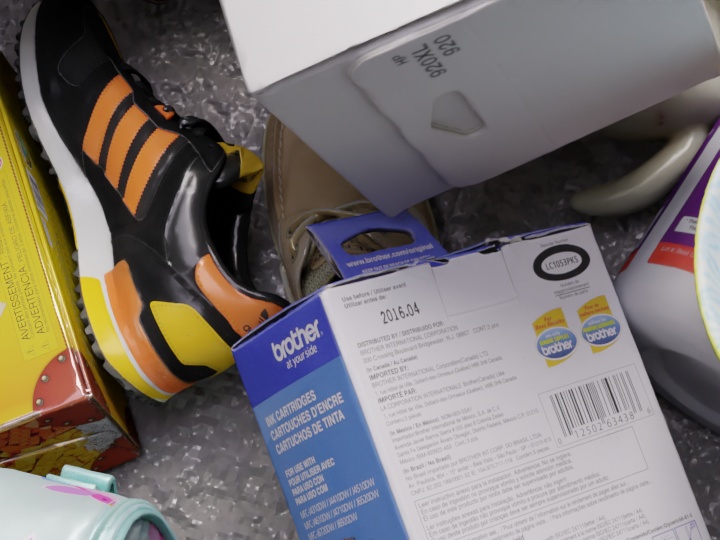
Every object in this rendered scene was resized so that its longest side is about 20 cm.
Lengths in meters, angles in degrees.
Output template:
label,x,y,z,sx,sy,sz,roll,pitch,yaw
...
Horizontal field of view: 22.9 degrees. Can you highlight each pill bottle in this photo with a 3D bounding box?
label,x,y,z,sx,sy,sz,roll,pitch,yaw
pill bottle,0.191,-0.031,0.713,0.112,0.113,0.200,30,76,20

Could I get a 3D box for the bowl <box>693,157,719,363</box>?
label,x,y,z,sx,sy,sz,roll,pitch,yaw
bowl,0.219,0.012,0.589,0.199,0.108,0.201,-14,51,18

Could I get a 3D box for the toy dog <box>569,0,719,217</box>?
label,x,y,z,sx,sy,sz,roll,pitch,yaw
toy dog,0.067,-0.130,0.779,0.199,0.140,0.195,9,100,13

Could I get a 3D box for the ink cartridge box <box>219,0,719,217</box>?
label,x,y,z,sx,sy,sz,roll,pitch,yaw
ink cartridge box,0.024,-0.149,0.639,0.144,0.147,0.201,-22,70,14

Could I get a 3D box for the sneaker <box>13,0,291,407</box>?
label,x,y,z,sx,sy,sz,roll,pitch,yaw
sneaker,-0.085,-0.045,0.778,0.090,0.070,0.201,-25,66,15

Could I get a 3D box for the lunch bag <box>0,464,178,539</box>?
label,x,y,z,sx,sy,sz,roll,pitch,yaw
lunch bag,-0.107,0.161,0.636,0.077,0.200,0.161,16,69,14

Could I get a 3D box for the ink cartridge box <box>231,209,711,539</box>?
label,x,y,z,sx,sy,sz,roll,pitch,yaw
ink cartridge box,0.042,0.066,0.660,0.136,0.076,0.201,-13,80,-37

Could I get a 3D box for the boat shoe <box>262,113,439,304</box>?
label,x,y,z,sx,sy,sz,roll,pitch,yaw
boat shoe,0.000,0.000,0.758,0.072,0.065,0.201,-16,66,3

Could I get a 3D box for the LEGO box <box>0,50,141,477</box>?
label,x,y,z,sx,sy,sz,roll,pitch,yaw
LEGO box,-0.200,0.010,0.780,0.148,0.077,0.201,-22,65,1

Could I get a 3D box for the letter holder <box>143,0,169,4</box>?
label,x,y,z,sx,sy,sz,roll,pitch,yaw
letter holder,-0.095,-0.232,0.862,0.100,0.142,0.201,-37,59,28
